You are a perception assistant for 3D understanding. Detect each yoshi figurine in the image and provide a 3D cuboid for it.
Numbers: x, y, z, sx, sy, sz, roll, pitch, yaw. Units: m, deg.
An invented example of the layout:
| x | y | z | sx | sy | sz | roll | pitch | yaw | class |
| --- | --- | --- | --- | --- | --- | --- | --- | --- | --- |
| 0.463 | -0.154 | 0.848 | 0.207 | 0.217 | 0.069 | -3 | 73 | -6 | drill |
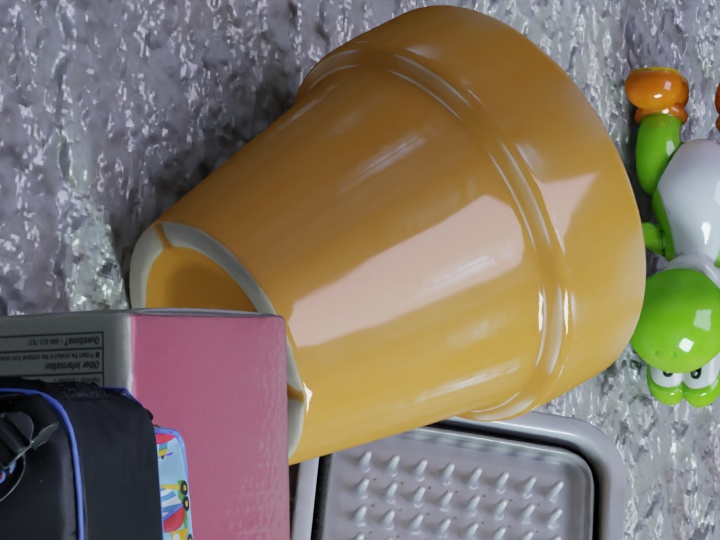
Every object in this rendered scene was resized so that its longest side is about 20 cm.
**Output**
| x | y | z | sx | sy | sz | roll | pitch | yaw | class |
| --- | --- | --- | --- | --- | --- | --- | --- | --- | --- |
| 0.197 | -0.021 | 1.562 | 0.112 | 0.112 | 0.200 | 8 | 83 | -36 | yoshi figurine |

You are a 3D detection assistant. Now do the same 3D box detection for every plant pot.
| x | y | z | sx | sy | sz | roll | pitch | yaw | class |
| --- | --- | --- | --- | --- | --- | --- | --- | --- | --- |
| 0.000 | 0.000 | 1.241 | 0.183 | 0.200 | 0.200 | -29 | 110 | -33 | plant pot |

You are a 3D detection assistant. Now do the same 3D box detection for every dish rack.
| x | y | z | sx | sy | sz | roll | pitch | yaw | class |
| --- | --- | --- | --- | --- | --- | --- | --- | --- | --- |
| 0.044 | 0.164 | 1.317 | 0.171 | 0.044 | 0.200 | 9 | 67 | -9 | dish rack |

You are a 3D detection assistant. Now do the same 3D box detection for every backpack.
| x | y | z | sx | sy | sz | roll | pitch | yaw | class |
| --- | --- | --- | --- | --- | --- | --- | --- | --- | --- |
| -0.174 | 0.133 | 0.997 | 0.135 | 0.200 | 0.183 | 0 | 84 | -72 | backpack |

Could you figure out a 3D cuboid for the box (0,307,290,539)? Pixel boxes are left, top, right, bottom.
| x | y | z | sx | sy | sz | roll | pitch | yaw | class |
| --- | --- | --- | --- | --- | --- | --- | --- | --- | --- |
| -0.109 | 0.118 | 1.121 | 0.109 | 0.128 | 0.200 | 2 | 86 | -53 | box |
